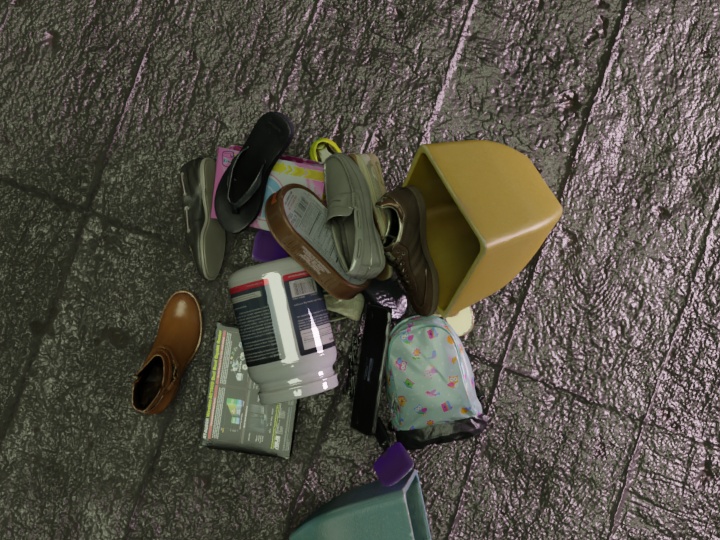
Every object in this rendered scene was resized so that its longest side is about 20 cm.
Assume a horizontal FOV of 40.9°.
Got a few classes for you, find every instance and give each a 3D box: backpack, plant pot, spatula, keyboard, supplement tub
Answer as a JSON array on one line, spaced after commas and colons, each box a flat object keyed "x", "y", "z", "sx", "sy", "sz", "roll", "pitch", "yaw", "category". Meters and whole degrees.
[{"x": 0.111, "y": 0.168, "z": 1.512, "sx": 0.164, "sy": 0.127, "sz": 0.203, "roll": -12, "pitch": 89, "yaw": -1, "category": "backpack"}, {"x": 0.190, "y": -0.079, "z": 1.483, "sx": 0.198, "sy": 0.195, "sz": 0.197, "roll": -16, "pitch": 62, "yaw": -26, "category": "plant pot"}, {"x": 0.037, "y": 0.267, "z": 1.471, "sx": 0.056, "sy": 0.200, "sz": 0.021, "roll": -43, "pitch": 106, "yaw": 3, "category": "spatula"}, {"x": 0.010, "y": 0.152, "z": 1.521, "sx": 0.020, "sy": 0.127, "sz": 0.203, "roll": 8, "pitch": 92, "yaw": -27, "category": "keyboard"}, {"x": -0.080, "y": -0.026, "z": 1.583, "sx": 0.197, "sy": 0.021, "sz": 0.057, "roll": 10, "pitch": 99, "yaw": -1, "category": "spatula"}, {"x": -0.114, "y": 0.088, "z": 1.452, "sx": 0.138, "sy": 0.140, "sz": 0.203, "roll": -13, "pitch": 89, "yaw": 0, "category": "supplement tub"}, {"x": 0.003, "y": 0.434, "z": 1.473, "sx": 0.197, "sy": 0.196, "sz": 0.199, "roll": -13, "pitch": 86, "yaw": 9, "category": "plant pot"}]

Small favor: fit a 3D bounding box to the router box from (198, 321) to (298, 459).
[{"x": -0.170, "y": 0.192, "z": 1.549, "sx": 0.147, "sy": 0.062, "sz": 0.204, "roll": 8, "pitch": 86, "yaw": 0, "category": "router box"}]

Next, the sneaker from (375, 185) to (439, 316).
[{"x": 0.064, "y": -0.023, "z": 1.454, "sx": 0.075, "sy": 0.070, "sz": 0.203, "roll": -16, "pitch": 102, "yaw": -27, "category": "sneaker"}]

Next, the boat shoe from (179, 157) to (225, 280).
[{"x": -0.261, "y": -0.083, "z": 1.576, "sx": 0.056, "sy": 0.067, "sz": 0.204, "roll": -6, "pitch": 81, "yaw": 27, "category": "boat shoe"}]

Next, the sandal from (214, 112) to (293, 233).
[{"x": -0.172, "y": -0.150, "z": 1.473, "sx": 0.075, "sy": 0.043, "sz": 0.202, "roll": 30, "pitch": 108, "yaw": 11, "category": "sandal"}]

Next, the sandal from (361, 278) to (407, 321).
[{"x": 0.000, "y": 0.001, "z": 1.543, "sx": 0.076, "sy": 0.043, "sz": 0.202, "roll": -45, "pitch": 110, "yaw": -36, "category": "sandal"}]

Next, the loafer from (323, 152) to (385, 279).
[{"x": -0.020, "y": -0.083, "z": 1.418, "sx": 0.070, "sy": 0.069, "sz": 0.203, "roll": -35, "pitch": 64, "yaw": 40, "category": "loafer"}]

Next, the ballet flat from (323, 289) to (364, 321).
[{"x": -0.092, "y": 0.054, "z": 1.559, "sx": 0.196, "sy": 0.067, "sz": 0.063, "roll": 3, "pitch": 99, "yaw": 2, "category": "ballet flat"}]

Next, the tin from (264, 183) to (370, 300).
[{"x": -0.059, "y": -0.043, "z": 1.434, "sx": 0.042, "sy": 0.113, "sz": 0.200, "roll": -30, "pitch": 114, "yaw": 38, "category": "tin"}]

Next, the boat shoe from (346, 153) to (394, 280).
[{"x": 0.026, "y": -0.087, "z": 1.509, "sx": 0.064, "sy": 0.072, "sz": 0.203, "roll": -12, "pitch": 82, "yaw": -37, "category": "boat shoe"}]

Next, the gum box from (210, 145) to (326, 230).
[{"x": -0.142, "y": -0.126, "z": 1.535, "sx": 0.197, "sy": 0.066, "sz": 0.115, "roll": 13, "pitch": 103, "yaw": 16, "category": "gum box"}]

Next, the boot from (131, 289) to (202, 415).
[{"x": -0.308, "y": 0.127, "z": 1.510, "sx": 0.076, "sy": 0.155, "sz": 0.203, "roll": 20, "pitch": 86, "yaw": 3, "category": "boot"}]

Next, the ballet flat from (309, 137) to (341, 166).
[{"x": -0.027, "y": -0.126, "z": 1.566, "sx": 0.066, "sy": 0.067, "sz": 0.202, "roll": -27, "pitch": 86, "yaw": -5, "category": "ballet flat"}]

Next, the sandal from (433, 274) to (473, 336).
[{"x": 0.115, "y": 0.013, "z": 1.553, "sx": 0.077, "sy": 0.070, "sz": 0.214, "roll": -28, "pitch": 86, "yaw": -1, "category": "sandal"}]
